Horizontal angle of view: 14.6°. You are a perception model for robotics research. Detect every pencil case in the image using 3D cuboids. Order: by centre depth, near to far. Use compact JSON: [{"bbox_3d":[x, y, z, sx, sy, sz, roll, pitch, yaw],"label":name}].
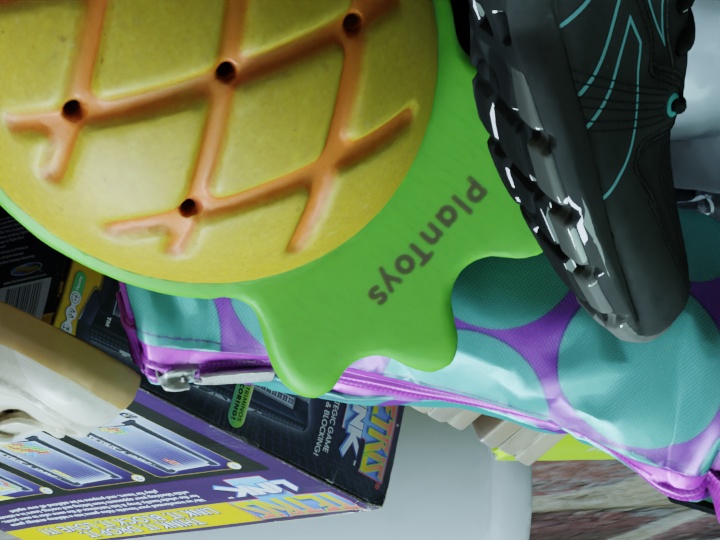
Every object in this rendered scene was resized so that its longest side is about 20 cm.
[{"bbox_3d":[0.026,0.012,0.851,0.199,0.093,0.085,11,155,6],"label":"pencil case"}]

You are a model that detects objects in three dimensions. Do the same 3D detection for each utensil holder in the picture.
[{"bbox_3d":[-0.044,0.099,1.324,0.199,0.171,0.170,0,163,-24],"label":"utensil holder"}]

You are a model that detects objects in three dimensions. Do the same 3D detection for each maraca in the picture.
[{"bbox_3d":[-0.031,-0.051,0.766,0.137,0.200,0.107,-48,-158,6],"label":"maraca"}]

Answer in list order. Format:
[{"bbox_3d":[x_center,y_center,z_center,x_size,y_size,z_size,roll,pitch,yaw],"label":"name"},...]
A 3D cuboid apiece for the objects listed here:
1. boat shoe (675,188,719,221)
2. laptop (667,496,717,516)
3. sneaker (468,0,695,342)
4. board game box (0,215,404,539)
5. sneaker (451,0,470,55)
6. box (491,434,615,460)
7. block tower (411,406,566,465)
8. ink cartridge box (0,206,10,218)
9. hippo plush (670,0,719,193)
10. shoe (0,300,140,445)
[{"bbox_3d":[0.118,-0.025,0.951,0.199,0.068,0.072,6,-156,-32],"label":"boat shoe"},{"bbox_3d":[0.205,0.019,1.122,0.176,0.103,0.201,-21,127,-6],"label":"laptop"},{"bbox_3d":[0.063,-0.075,0.716,0.079,0.201,0.075,-22,-154,-8],"label":"sneaker"},{"bbox_3d":[-0.110,0.044,1.038,0.199,0.057,0.165,-11,150,44],"label":"board game box"},{"bbox_3d":[-0.014,-0.073,0.909,0.086,0.074,0.200,2,165,15],"label":"sneaker"},{"bbox_3d":[0.129,0.018,1.207,0.199,0.123,0.048,3,159,-42],"label":"box"},{"bbox_3d":[0.008,0.005,0.997,0.058,0.054,0.200,-42,135,19],"label":"block tower"},{"bbox_3d":[-0.116,-0.037,1.003,0.099,0.039,0.200,-10,166,-2],"label":"ink cartridge box"},{"bbox_3d":[0.140,-0.060,0.840,0.160,0.160,0.200,-14,166,12],"label":"hippo plush"},{"bbox_3d":[-0.135,0.040,0.892,0.070,0.054,0.199,26,166,-33],"label":"shoe"}]
